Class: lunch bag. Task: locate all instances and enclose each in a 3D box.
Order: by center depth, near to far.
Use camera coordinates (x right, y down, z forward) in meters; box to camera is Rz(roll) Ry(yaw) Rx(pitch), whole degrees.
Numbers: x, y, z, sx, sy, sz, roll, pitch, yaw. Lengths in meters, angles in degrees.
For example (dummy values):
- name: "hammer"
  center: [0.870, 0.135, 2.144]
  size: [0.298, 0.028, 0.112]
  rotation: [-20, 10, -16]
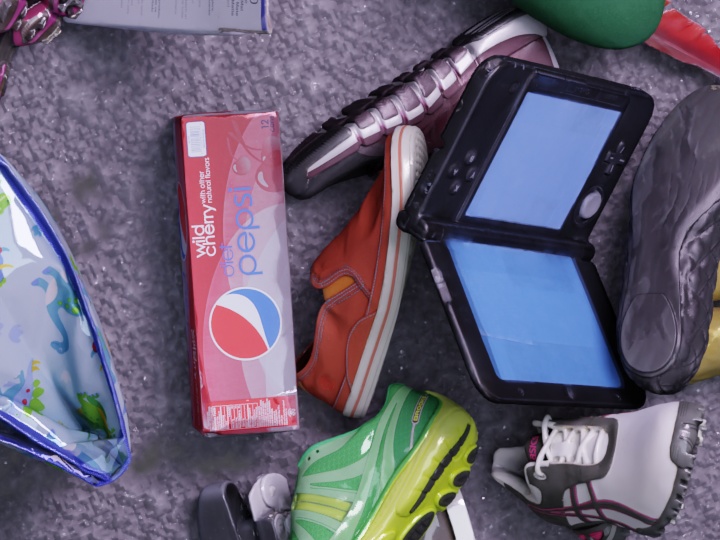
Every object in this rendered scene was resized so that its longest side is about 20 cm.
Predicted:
- name: "lunch bag"
  center: [-0.211, 0.037, 1.585]
  size: [0.127, 0.170, 0.200]
  rotation: [-37, 100, -7]

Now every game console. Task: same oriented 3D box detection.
- name: "game console"
  center: [0.126, -0.021, 1.615]
  size: [0.116, 0.200, 0.176]
  rotation: [36, 106, 31]

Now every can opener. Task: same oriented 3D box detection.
- name: "can opener"
  center: [-0.047, 0.224, 1.691]
  size: [0.066, 0.053, 0.201]
  rotation: [-15, 94, 25]

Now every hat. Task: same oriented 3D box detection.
- name: "hat"
  center: [0.150, -0.146, 1.662]
  size: [0.199, 0.166, 0.177]
  rotation: [-7, 111, 11]

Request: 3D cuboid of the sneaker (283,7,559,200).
- name: "sneaker"
  center: [0.055, -0.072, 1.677]
  size: [0.200, 0.076, 0.116]
  rotation: [-33, 101, -8]

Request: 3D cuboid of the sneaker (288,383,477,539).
- name: "sneaker"
  center: [-0.011, 0.155, 1.645]
  size: [0.200, 0.084, 0.074]
  rotation: [-47, 144, -10]

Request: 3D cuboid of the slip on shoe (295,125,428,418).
- name: "slip on shoe"
  center: [0.000, 0.000, 1.645]
  size: [0.061, 0.074, 0.200]
  rotation: [17, 120, 2]

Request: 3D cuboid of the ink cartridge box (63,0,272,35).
- name: "ink cartridge box"
  center: [-0.104, -0.241, 1.577]
  size: [0.041, 0.200, 0.200]
  rotation: [-5, 100, -42]

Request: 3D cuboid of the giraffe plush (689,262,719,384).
- name: "giraffe plush"
  center: [0.295, 0.014, 1.677]
  size: [0.199, 0.162, 0.173]
  rotation: [3, 92, -10]

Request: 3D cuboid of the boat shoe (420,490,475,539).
- name: "boat shoe"
  center: [0.054, 0.231, 1.694]
  size: [0.060, 0.072, 0.202]
  rotation: [-14, 89, -7]

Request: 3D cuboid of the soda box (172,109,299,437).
- name: "soda box"
  center: [-0.078, 0.001, 1.657]
  size: [0.063, 0.070, 0.201]
  rotation: [-4, 93, -9]

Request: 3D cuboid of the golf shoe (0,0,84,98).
- name: "golf shoe"
  center: [-0.252, -0.143, 1.630]
  size: [0.200, 0.073, 0.092]
  rotation: [-46, 59, 5]

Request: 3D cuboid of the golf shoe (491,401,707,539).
- name: "golf shoe"
  center: [0.148, 0.123, 1.639]
  size: [0.088, 0.200, 0.077]
  rotation: [20, 67, -12]

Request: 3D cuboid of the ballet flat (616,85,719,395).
- name: "ballet flat"
  center: [0.199, -0.020, 1.660]
  size: [0.066, 0.057, 0.201]
  rotation: [11, 77, 22]
